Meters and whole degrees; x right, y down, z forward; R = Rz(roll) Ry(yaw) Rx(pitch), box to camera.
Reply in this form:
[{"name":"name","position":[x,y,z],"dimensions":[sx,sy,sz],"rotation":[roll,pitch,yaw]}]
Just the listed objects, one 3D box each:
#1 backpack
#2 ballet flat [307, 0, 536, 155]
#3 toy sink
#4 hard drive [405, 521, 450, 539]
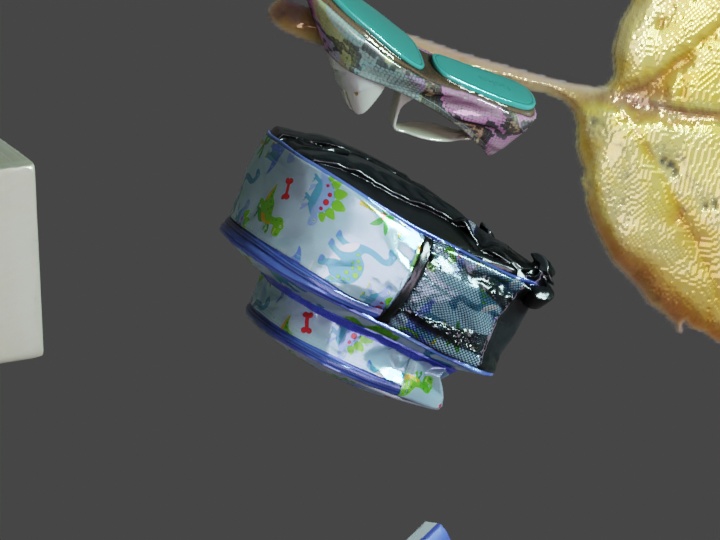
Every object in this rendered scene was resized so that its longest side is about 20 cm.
[{"name":"backpack","position":[0.000,0.000,1.712],"dimensions":[0.200,0.183,0.147],"rotation":[30,92,-21]},{"name":"ballet flat","position":[0.033,-0.134,1.756],"dimensions":[0.200,0.069,0.071],"rotation":[26,114,-26]},{"name":"toy sink","position":[-0.313,-0.007,1.562],"dimensions":[0.200,0.112,0.131],"rotation":[-9,109,-24]},{"name":"hard drive","position":[0.017,0.301,1.848],"dimensions":[0.200,0.025,0.132],"rotation":[-41,118,-33]}]
